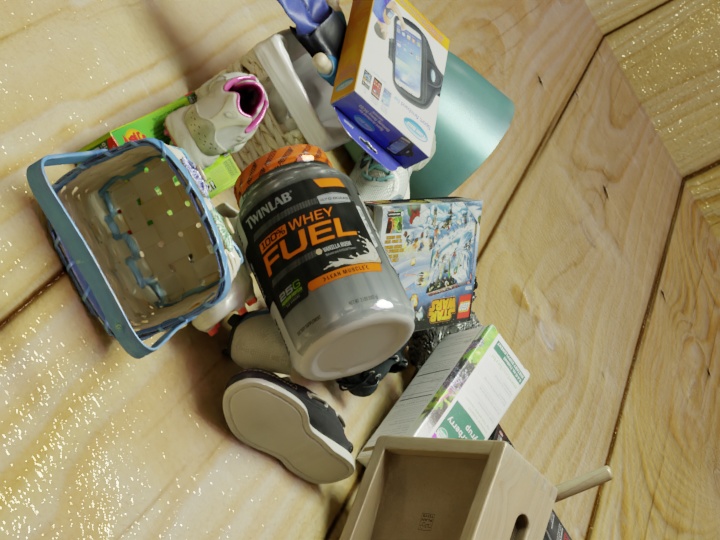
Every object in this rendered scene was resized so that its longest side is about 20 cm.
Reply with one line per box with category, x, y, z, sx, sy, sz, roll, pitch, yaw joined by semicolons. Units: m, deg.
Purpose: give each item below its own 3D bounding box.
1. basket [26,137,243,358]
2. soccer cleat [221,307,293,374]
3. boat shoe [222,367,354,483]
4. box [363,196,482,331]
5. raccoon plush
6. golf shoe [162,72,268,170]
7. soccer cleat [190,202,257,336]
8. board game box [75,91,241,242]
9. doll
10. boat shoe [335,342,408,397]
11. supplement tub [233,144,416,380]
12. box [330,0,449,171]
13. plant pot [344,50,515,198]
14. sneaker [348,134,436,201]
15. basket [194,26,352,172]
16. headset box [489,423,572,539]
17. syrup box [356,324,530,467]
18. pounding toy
basket;-0.190;-0.027;1.399;0.176;0.139;0.200;62;23;-4
soccer cleat;-0.058;0.060;1.642;0.200;0.086;0.070;-33;138;-62
boat shoe;-0.067;0.135;1.574;0.200;0.074;0.060;42;31;-47
box;0.057;-0.006;1.762;0.200;0.040;0.137;-6;103;-56
raccoon plush;0.090;0.091;1.887;0.134;0.097;0.200;-82;163;-54
golf shoe;-0.119;-0.157;1.631;0.075;0.091;0.200;56;22;-12
soccer cleat;-0.135;-0.002;1.593;0.078;0.069;0.200;52;18;-14
board game box;-0.188;-0.099;1.597;0.102;0.048;0.200;60;23;-6
doll;-0.044;-0.254;1.749;0.200;0.048;0.136;53;26;-24
boat shoe;0.002;0.098;1.761;0.199;0.074;0.066;-21;101;-72
supplement tub;-0.039;-0.010;1.548;0.123;0.123;0.200;22;38;-57
box;0.032;-0.200;1.745;0.119;0.041;0.200;38;43;-31
plant pot;0.061;-0.191;2.051;0.161;0.201;0.201;43;28;-16
sneaker;0.025;-0.127;1.800;0.200;0.078;0.086;-65;159;-48
basket;-0.077;-0.181;1.825;0.136;0.123;0.200;62;22;-2
headset box;0.165;0.297;1.887;0.200;0.075;0.149;58;23;-12
syrup box;0.090;0.155;1.777;0.079;0.081;0.200;53;50;-18
pounding toy;0.107;0.242;1.595;0.142;0.184;0.200;44;57;-39
